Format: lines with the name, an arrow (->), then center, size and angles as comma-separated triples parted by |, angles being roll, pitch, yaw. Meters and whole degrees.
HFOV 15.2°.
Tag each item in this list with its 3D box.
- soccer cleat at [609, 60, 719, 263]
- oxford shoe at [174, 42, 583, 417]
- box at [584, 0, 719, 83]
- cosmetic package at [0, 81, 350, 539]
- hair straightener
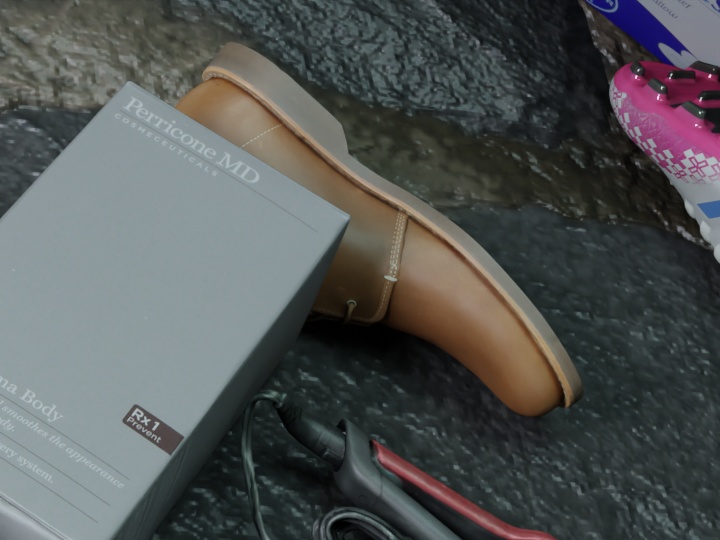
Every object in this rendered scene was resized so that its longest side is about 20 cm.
soccer cleat -> 0.170, -0.022, 1.165 | 0.070, 0.087, 0.200 | -6, 32, -37
oxford shoe -> 0.000, 0.000, 1.070 | 0.200, 0.071, 0.071 | 39, 74, 8
box -> 0.198, -0.150, 1.176 | 0.184, 0.200, 0.105 | 39, 70, 8
cosmetic package -> -0.097, 0.034, 0.964 | 0.107, 0.090, 0.200 | 30, 48, 4
hair straightener -> 0.036, 0.113, 0.987 | 0.200, 0.041, 0.077 | 37, 45, -3
